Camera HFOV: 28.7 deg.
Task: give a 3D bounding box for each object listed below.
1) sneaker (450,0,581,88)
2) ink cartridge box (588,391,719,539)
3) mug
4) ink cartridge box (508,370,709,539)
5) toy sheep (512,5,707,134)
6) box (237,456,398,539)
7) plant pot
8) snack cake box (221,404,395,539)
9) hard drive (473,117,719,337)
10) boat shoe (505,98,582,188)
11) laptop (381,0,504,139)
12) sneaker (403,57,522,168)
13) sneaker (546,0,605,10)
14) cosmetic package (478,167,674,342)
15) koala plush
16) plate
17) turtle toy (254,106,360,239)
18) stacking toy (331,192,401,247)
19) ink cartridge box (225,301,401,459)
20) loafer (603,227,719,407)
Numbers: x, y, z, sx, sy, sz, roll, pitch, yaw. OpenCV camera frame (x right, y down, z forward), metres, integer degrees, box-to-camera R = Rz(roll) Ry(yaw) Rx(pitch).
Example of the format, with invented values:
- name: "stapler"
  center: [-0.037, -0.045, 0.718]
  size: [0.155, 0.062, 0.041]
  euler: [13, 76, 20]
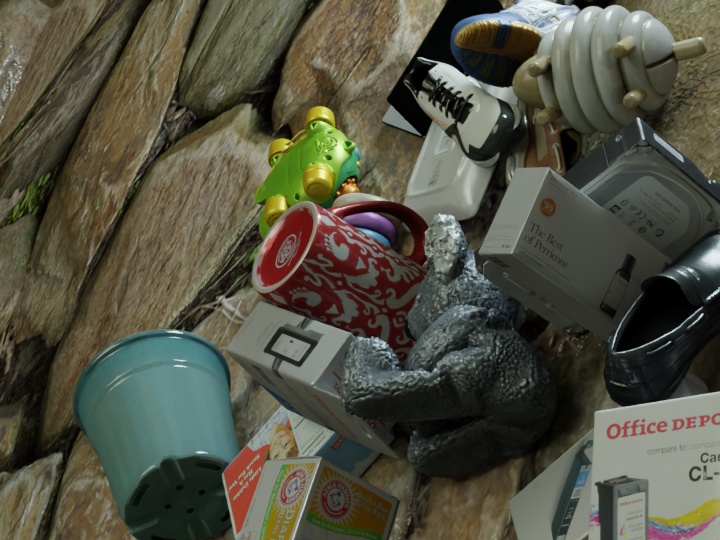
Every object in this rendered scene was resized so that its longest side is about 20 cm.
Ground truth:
- name: "sneaker"
  center: [0.167, -0.245, 1.473]
  size: [0.088, 0.198, 0.076]
  euler: [60, 137, 37]
- name: "ink cartridge box"
  center: [0.241, 0.197, 1.003]
  size: [0.147, 0.085, 0.202]
  euler: [-15, 62, 43]
- name: "mug"
  center: [-0.007, 0.008, 1.495]
  size: [0.133, 0.199, 0.178]
  euler: [-41, 34, 29]
- name: "ink cartridge box"
  center: [0.217, 0.198, 1.127]
  size: [0.200, 0.045, 0.177]
  euler: [-46, 30, 22]
- name: "toy sheep"
  center: [0.242, -0.197, 1.381]
  size: [0.198, 0.138, 0.139]
  euler: [-3, 57, 30]
- name: "box"
  center: [-0.058, 0.297, 1.389]
  size: [0.101, 0.112, 0.201]
  euler: [-13, 50, 51]
- name: "plant pot"
  center: [-0.227, 0.209, 1.672]
  size: [0.200, 0.199, 0.197]
  euler: [-48, 39, 16]
- name: "snack cake box"
  center: [-0.060, 0.203, 1.527]
  size: [0.200, 0.067, 0.115]
  euler: [-48, 32, 17]
- name: "hard drive"
  center: [0.217, -0.032, 1.249]
  size: [0.200, 0.139, 0.038]
  euler: [-38, 34, 31]
- name: "boat shoe"
  center: [0.197, -0.130, 1.459]
  size: [0.071, 0.076, 0.201]
  euler: [-3, 43, 17]
- name: "laptop"
  center: [0.080, -0.272, 1.716]
  size: [0.188, 0.116, 0.200]
  euler: [-57, 29, 0]
- name: "sneaker"
  center: [0.101, -0.168, 1.471]
  size: [0.074, 0.080, 0.200]
  euler: [-57, 27, 8]
- name: "sneaker"
  center: [0.256, -0.345, 1.555]
  size: [0.200, 0.074, 0.089]
  euler: [-45, 33, 21]
- name: "cosmetic package"
  center: [0.198, -0.002, 1.186]
  size: [0.050, 0.199, 0.083]
  euler: [0, 62, 58]
- name: "koala plush"
  center: [0.101, 0.062, 1.325]
  size: [0.183, 0.177, 0.201]
  euler: [-18, 45, 30]
- name: "plate"
  center: [0.111, -0.147, 1.582]
  size: [0.199, 0.032, 0.202]
  euler: [-9, 58, 69]
- name: "turtle toy"
  center: [-0.068, -0.103, 1.798]
  size: [0.200, 0.101, 0.147]
  euler: [-37, 36, 34]
- name: "stacking toy"
  center: [-0.011, 0.016, 1.628]
  size: [0.085, 0.085, 0.202]
  euler: [-16, 55, 50]
- name: "ink cartridge box"
  center: [-0.031, 0.108, 1.400]
  size: [0.199, 0.116, 0.068]
  euler: [18, 66, 51]
- name: "loafer"
  center: [0.261, 0.027, 1.144]
  size: [0.068, 0.071, 0.201]
  euler: [15, 50, 39]
